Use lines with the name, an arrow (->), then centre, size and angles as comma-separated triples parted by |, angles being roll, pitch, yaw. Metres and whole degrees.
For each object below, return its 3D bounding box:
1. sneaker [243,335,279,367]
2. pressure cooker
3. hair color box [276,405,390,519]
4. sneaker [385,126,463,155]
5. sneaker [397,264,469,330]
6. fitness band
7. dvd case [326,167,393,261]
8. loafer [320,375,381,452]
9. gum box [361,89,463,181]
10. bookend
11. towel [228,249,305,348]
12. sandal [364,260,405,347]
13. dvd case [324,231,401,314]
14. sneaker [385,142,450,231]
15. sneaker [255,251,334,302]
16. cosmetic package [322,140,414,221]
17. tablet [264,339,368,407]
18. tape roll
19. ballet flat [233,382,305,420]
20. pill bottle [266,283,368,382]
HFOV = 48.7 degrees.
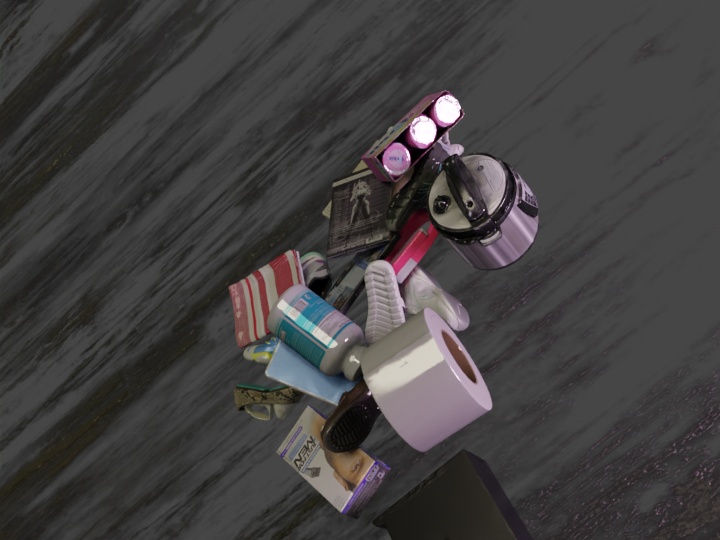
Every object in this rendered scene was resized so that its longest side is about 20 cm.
sneaker -> -0.143, 0.148, 1.623 | 0.198, 0.076, 0.106 | 4, 76, 24
pressure cooker -> 0.216, -0.111, 1.441 | 0.175, 0.200, 0.180 | 15, 73, 40
hair color box -> -0.053, 0.348, 1.461 | 0.199, 0.065, 0.110 | 30, 83, 40
sneaker -> 0.139, -0.266, 1.660 | 0.200, 0.075, 0.087 | 36, 101, 34
sneaker -> 0.133, 0.064, 1.495 | 0.080, 0.070, 0.200 | -51, 40, 7
fitness band -> 0.081, -0.040, 1.560 | 0.200, 0.037, 0.144 | -50, 17, 2
dvd case -> 0.001, -0.124, 1.617 | 0.148, 0.016, 0.202 | -16, 54, 29
loafer -> -0.010, 0.257, 1.446 | 0.071, 0.074, 0.200 | -8, 23, 45
gum box -> 0.104, -0.264, 1.556 | 0.200, 0.066, 0.113 | -44, 14, -6
bookend -> 0.154, 0.428, 1.253 | 0.198, 0.092, 0.201 | -41, 50, 11
towel -> -0.193, 0.059, 1.649 | 0.199, 0.023, 0.145 | -29, 62, 30
sandal -> 0.052, 0.078, 1.506 | 0.082, 0.050, 0.205 | 4, 106, 21
dvd case -> 0.000, 0.000, 1.603 | 0.201, 0.018, 0.143 | -53, 17, -3
sneaker -> 0.123, -0.153, 1.544 | 0.201, 0.079, 0.075 | -58, 22, -12
sneaker -> -0.137, 0.060, 1.655 | 0.200, 0.078, 0.140 | -44, 34, 7
cosmetic package -> 0.022, -0.166, 1.692 | 0.105, 0.071, 0.201 | 33, 86, 42
tablet -> -0.073, 0.181, 1.542 | 0.198, 0.014, 0.131 | 21, 72, 11
tape roll -> 0.112, 0.184, 1.348 | 0.139, 0.203, 0.204 | -34, 50, 13
ballet flat -> -0.178, 0.263, 1.604 | 0.199, 0.068, 0.076 | -8, 82, 37
pill bottle -> -0.071, 0.123, 1.498 | 0.199, 0.111, 0.111 | 36, 87, 16
